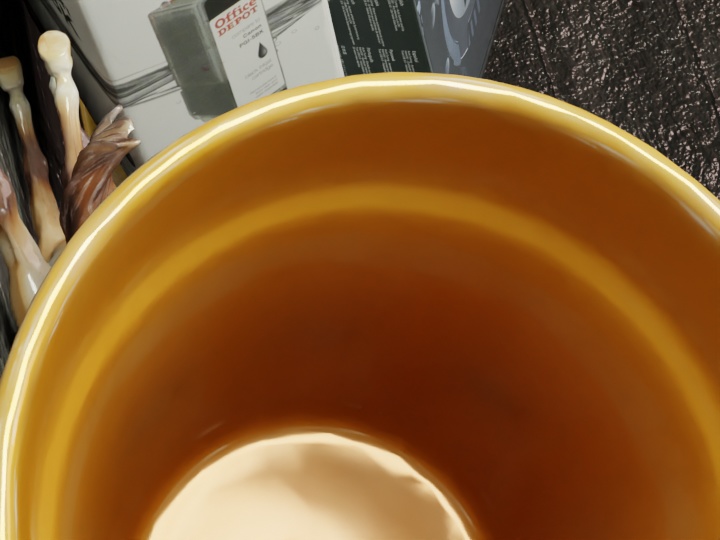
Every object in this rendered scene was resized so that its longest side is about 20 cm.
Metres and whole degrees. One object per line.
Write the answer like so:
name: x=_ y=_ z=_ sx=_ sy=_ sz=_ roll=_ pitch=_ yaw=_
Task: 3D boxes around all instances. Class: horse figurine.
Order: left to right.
horse figurine: x=-0.081 y=-0.006 z=0.582 sx=0.200 sy=0.050 sz=0.133 roll=-145 pitch=-143 yaw=-81

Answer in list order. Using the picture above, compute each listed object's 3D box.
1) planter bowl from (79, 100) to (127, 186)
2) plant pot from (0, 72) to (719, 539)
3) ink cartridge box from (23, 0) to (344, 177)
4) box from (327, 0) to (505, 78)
planter bowl: x=-0.073 y=-0.029 z=0.929 sx=0.200 sy=0.083 sz=0.202 roll=-15 pitch=90 yaw=-90
plant pot: x=0.001 y=0.077 z=0.497 sx=0.183 sy=0.199 sz=0.201 roll=124 pitch=-47 yaw=-68
ink cartridge box: x=-0.078 y=-0.118 z=0.660 sx=0.147 sy=0.083 sz=0.200 roll=56 pitch=-10 yaw=28
box: x=0.018 y=-0.164 z=0.706 sx=0.200 sy=0.043 sz=0.161 roll=72 pitch=30 yaw=-52
